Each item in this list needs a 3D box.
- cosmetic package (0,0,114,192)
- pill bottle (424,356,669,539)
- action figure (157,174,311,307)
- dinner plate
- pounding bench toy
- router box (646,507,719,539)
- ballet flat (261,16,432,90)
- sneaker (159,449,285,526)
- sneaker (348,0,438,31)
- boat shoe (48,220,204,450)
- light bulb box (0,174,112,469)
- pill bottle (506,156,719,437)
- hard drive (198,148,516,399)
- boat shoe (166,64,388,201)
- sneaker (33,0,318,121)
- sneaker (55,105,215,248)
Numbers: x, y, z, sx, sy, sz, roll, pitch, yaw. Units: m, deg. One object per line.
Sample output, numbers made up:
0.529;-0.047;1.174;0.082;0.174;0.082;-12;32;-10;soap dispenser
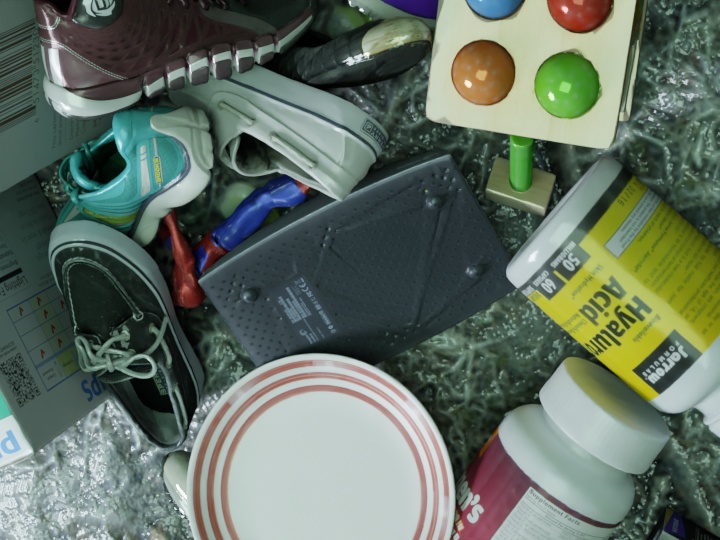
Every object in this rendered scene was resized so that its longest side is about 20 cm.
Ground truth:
-0.289;-0.172;1.255;0.199;0.166;0.168;21;124;24;cosmetic package
0.124;0.166;1.309;0.109;0.110;0.200;35;107;3;pill bottle
-0.107;-0.050;1.338;0.099;0.065;0.200;42;107;-6;action figure
-0.027;0.159;1.318;0.199;0.024;0.201;0;90;17;dinner plate
0.115;-0.122;1.222;0.124;0.156;0.201;9;105;10;pounding bench toy
0.241;0.298;1.343;0.157;0.052;0.201;28;107;5;router box
-0.016;-0.151;1.240;0.066;0.200;0.057;-4;91;-30;ballet flat
-0.051;0.179;1.379;0.199;0.070;0.094;37;100;0;sneaker
0.002;-0.234;1.227;0.199;0.070;0.100;23;112;-29;sneaker
-0.170;0.052;1.322;0.073;0.068;0.200;-6;134;13;boat shoe
-0.286;0.037;1.327;0.124;0.198;0.201;-24;95;18;light bulb box
0.206;0.026;1.259;0.200;0.111;0.111;40;108;1;pill bottle
0.000;0.000;1.309;0.199;0.042;0.135;-27;120;11;hard drive
-0.070;-0.095;1.261;0.199;0.072;0.066;23;76;34;boat shoe
-0.122;-0.182;1.206;0.199;0.076;0.116;-26;127;-21;sneaker
-0.174;-0.065;1.287;0.200;0.079;0.078;-39;53;51;sneaker
